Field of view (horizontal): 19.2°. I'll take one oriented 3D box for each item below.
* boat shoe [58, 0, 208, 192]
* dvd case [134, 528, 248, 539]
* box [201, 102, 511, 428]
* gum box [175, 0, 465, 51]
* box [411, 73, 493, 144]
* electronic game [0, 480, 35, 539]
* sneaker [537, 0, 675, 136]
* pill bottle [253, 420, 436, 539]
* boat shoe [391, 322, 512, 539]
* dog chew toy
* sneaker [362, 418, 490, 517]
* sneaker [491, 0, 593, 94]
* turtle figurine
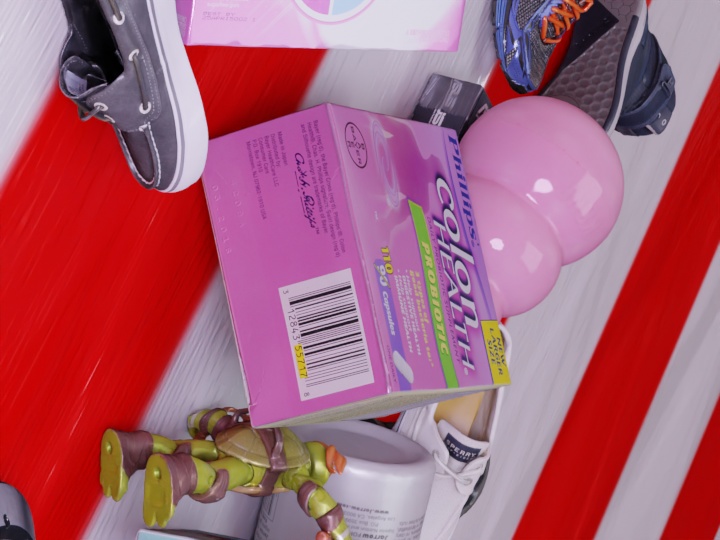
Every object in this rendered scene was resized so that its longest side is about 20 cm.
[{"bbox_3d":[-0.129,-0.112,1.115,0.066,0.070,0.201,-33,144,-25],"label":"boat shoe"},{"bbox_3d":[-0.052,0.182,1.315,0.200,0.145,0.022,55,45,-80],"label":"dvd case"},{"bbox_3d":[0.000,0.000,1.333,0.200,0.096,0.177,5,72,-66],"label":"box"},{"bbox_3d":[-0.032,-0.185,1.180,0.199,0.066,0.114,-3,109,-37],"label":"gum box"},{"bbox_3d":[0.066,-0.027,1.598,0.162,0.049,0.200,-65,153,-19],"label":"box"},{"bbox_3d":[-0.231,0.205,1.133,0.200,0.041,0.201,-57,159,-36],"label":"electronic game"},{"bbox_3d":[0.204,-0.127,1.790,0.203,0.076,0.146,-64,152,-20],"label":"sneaker"},{"bbox_3d":[-0.023,0.212,1.494,0.114,0.114,0.201,-9,115,-63],"label":"pill bottle"},{"bbox_3d":[0.063,0.127,1.539,0.201,0.071,0.070,-69,-162,-4],"label":"boat shoe"},{"bbox_3d":[0.096,-0.026,1.480,0.200,0.124,0.125,-51,149,-23],"label":"dog chew toy"},{"bbox_3d":[0.045,0.145,1.640,0.199,0.076,0.115,-37,145,-44],"label":"sneaker"},{"bbox_3d":[0.159,-0.227,1.623,0.201,0.078,0.075,-68,155,-9],"label":"sneaker"},{"bbox_3d":[-0.066,0.123,1.291,0.160,0.200,0.065,1,117,-40],"label":"turtle figurine"}]
